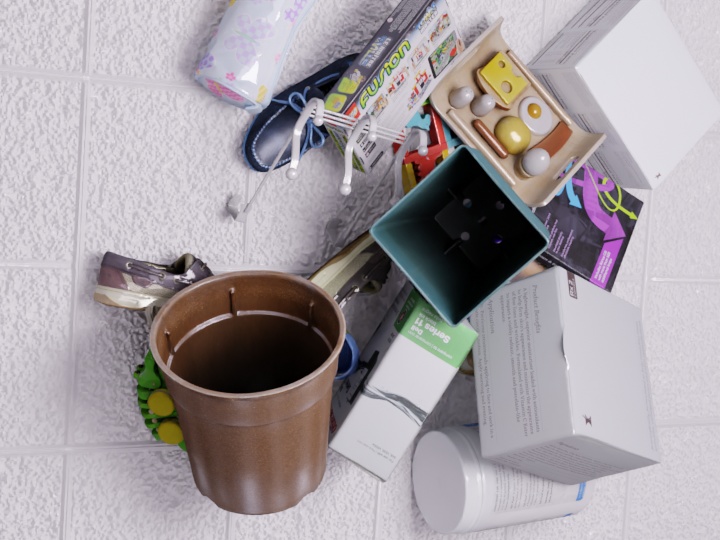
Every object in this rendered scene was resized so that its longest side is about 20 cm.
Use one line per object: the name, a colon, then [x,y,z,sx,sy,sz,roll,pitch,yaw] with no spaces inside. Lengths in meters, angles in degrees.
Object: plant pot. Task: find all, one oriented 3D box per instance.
plant pot: [-0.114,0.138,1.460,0.199,0.200,0.199,-22,132,-25]
plant pot: [0.124,-0.046,1.553,0.141,0.200,0.141,-42,87,13]

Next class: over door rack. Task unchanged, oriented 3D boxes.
over door rack: [-0.035,-0.094,1.525,0.147,0.200,0.067,14,48,-30]

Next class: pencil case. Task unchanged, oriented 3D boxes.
pencil case: [-0.104,-0.274,1.525,0.090,0.083,0.201,28,82,-6]

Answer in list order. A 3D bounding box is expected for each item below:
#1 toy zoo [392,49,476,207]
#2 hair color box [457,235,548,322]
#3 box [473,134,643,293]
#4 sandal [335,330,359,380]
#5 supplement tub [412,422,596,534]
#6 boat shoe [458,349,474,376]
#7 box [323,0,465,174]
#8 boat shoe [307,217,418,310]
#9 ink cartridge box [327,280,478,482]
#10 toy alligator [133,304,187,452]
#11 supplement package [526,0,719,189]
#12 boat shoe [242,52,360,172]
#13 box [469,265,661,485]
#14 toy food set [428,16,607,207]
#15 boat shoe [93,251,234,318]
toy zoo: [0.101,-0.156,1.688,0.131,0.020,0.201,-21,105,-26]
hair color box: [0.165,0.014,1.719,0.199,0.065,0.110,-17,102,-28]
box: [0.245,-0.075,1.711,0.199,0.036,0.144,30,64,-11]
sandal: [-0.080,0.087,1.578,0.199,0.087,0.080,3,96,-27]
supplement tub: [0.180,0.251,1.715,0.199,0.132,0.133,-2,97,-29]
boat shoe: [0.208,0.114,1.746,0.199,0.076,0.072,-2,95,-30]
box: [0.038,-0.219,1.566,0.200,0.035,0.110,-53,146,-15]
boat shoe: [0.000,0.000,1.607,0.200,0.073,0.065,-39,93,-26]
ink cartridge box: [0.041,0.124,1.585,0.083,0.147,0.201,31,94,-8]
toy alligator: [-0.223,0.125,1.511,0.054,0.059,0.201,-6,120,14]
supplement package: [0.338,-0.229,1.762,0.156,0.111,0.200,-45,115,-17]
boat shoe: [-0.052,-0.189,1.572,0.200,0.069,0.084,-47,115,-17]
box: [0.237,0.127,1.603,0.200,0.130,0.200,23,56,-46]
toy food set: [0.192,-0.192,1.666,0.200,0.060,0.144,48,63,-8]
boat shoe: [-0.192,0.014,1.517,0.199,0.072,0.065,5,98,-24]
